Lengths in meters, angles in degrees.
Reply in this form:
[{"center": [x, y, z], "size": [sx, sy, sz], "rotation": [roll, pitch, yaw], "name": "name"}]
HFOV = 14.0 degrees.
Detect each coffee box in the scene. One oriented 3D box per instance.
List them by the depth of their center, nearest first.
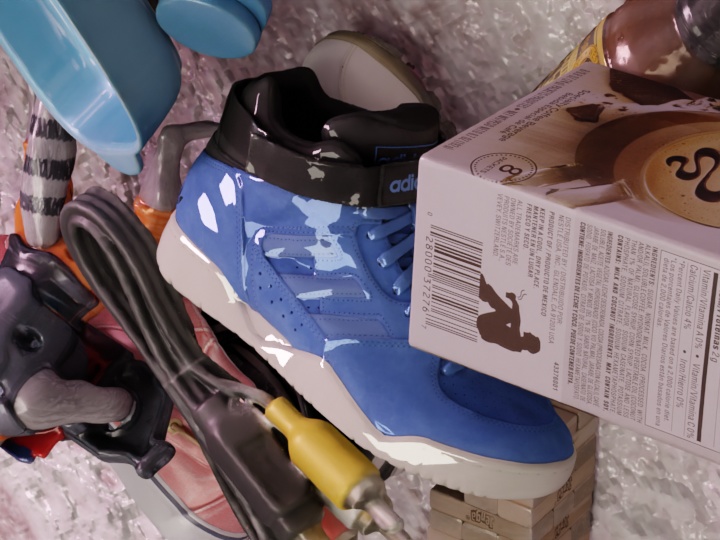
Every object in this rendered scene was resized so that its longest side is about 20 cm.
[{"center": [0.130, 0.004, 0.999], "size": [0.200, 0.113, 0.080], "rotation": [20, 122, 30], "name": "coffee box"}]

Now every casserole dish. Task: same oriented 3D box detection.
[{"center": [-0.134, -0.129, 1.174], "size": [0.200, 0.039, 0.121], "rotation": [56, 163, -16], "name": "casserole dish"}]

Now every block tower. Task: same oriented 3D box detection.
[{"center": [0.064, 0.141, 1.287], "size": [0.058, 0.054, 0.200], "rotation": [20, 126, 30], "name": "block tower"}]

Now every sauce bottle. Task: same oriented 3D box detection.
[{"center": [0.106, -0.066, 1.109], "size": [0.065, 0.065, 0.200], "rotation": [48, 139, 5], "name": "sauce bottle"}]

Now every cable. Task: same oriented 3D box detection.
[{"center": [-0.054, 0.051, 1.225], "size": [0.200, 0.050, 0.097], "rotation": [54, 156, 13], "name": "cable"}]

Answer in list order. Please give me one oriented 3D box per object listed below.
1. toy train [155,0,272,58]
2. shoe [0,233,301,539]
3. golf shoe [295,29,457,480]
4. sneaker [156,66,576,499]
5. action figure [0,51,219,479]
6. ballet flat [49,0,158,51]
[{"center": [-0.092, -0.177, 1.120], "size": [0.085, 0.116, 0.200], "rotation": [-13, 140, 42], "name": "toy train"}, {"center": [-0.098, 0.033, 1.350], "size": [0.200, 0.071, 0.091], "rotation": [48, 114, 23], "name": "shoe"}, {"center": [0.000, 0.000, 1.227], "size": [0.073, 0.092, 0.200], "rotation": [11, 121, 37], "name": "golf shoe"}, {"center": [0.014, -0.003, 1.136], "size": [0.200, 0.077, 0.111], "rotation": [37, 119, 27], "name": "sneaker"}, {"center": [-0.162, 0.000, 1.293], "size": [0.200, 0.105, 0.194], "rotation": [22, 88, 30], "name": "action figure"}, {"center": [-0.144, -0.175, 1.247], "size": [0.200, 0.068, 0.068], "rotation": [47, 136, -9], "name": "ballet flat"}]
